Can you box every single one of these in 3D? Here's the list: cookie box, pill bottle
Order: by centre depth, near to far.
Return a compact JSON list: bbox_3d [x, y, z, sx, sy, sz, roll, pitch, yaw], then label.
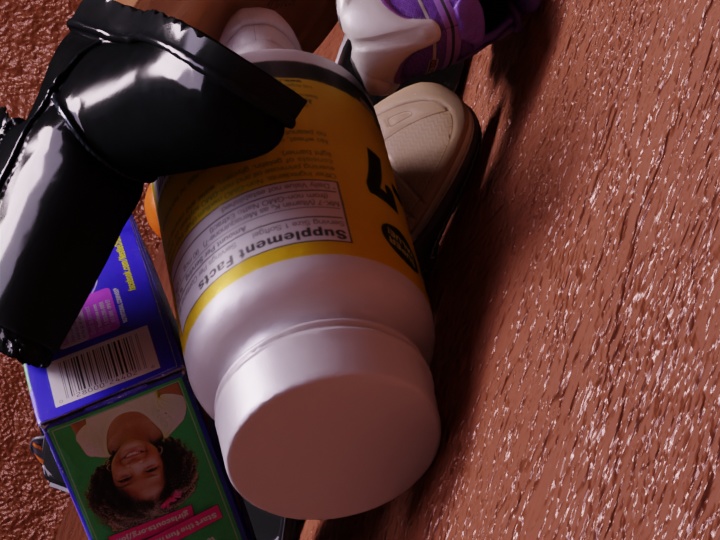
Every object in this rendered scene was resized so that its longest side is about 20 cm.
[{"bbox_3d":[-0.029,0.006,1.228,0.201,0.114,0.115,-104,29,-42],"label":"pill bottle"},{"bbox_3d":[-0.103,0.095,1.328,0.171,0.075,0.201,-115,5,-58],"label":"cookie box"}]

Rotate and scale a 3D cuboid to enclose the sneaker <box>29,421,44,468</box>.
[{"bbox_3d":[-0.138,0.093,1.643,0.200,0.112,0.078,119,173,-50],"label":"sneaker"}]

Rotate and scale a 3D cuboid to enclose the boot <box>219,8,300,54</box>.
[{"bbox_3d":[-0.044,-0.054,1.535,0.201,0.073,0.096,88,177,-50],"label":"boot"}]

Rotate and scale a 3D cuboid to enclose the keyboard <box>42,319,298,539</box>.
[{"bbox_3d":[-0.104,0.082,1.562,0.021,0.199,0.128,1,-81,-51],"label":"keyboard"}]

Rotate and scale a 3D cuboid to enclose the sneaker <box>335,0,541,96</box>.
[{"bbox_3d":[0.052,-0.131,1.325,0.200,0.083,0.081,-56,-45,-65],"label":"sneaker"}]

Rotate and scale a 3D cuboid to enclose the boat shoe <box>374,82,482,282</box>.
[{"bbox_3d":[0.000,0.000,1.350,0.072,0.065,0.201,37,99,38],"label":"boat shoe"}]

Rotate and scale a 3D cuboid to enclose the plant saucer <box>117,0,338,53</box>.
[{"bbox_3d":[-0.067,-0.147,1.543,0.200,0.032,0.201,-37,-21,-17],"label":"plant saucer"}]

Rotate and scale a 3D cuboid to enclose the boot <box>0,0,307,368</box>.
[{"bbox_3d":[-0.116,-0.033,1.198,0.163,0.073,0.198,-60,31,-4],"label":"boot"}]

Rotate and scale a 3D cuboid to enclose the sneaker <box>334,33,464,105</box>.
[{"bbox_3d":[0.021,-0.121,1.514,0.108,0.067,0.202,113,173,-60],"label":"sneaker"}]

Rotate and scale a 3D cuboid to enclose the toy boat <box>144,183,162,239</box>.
[{"bbox_3d":[-0.067,-0.029,1.659,0.131,0.130,0.201,-85,16,-61],"label":"toy boat"}]
